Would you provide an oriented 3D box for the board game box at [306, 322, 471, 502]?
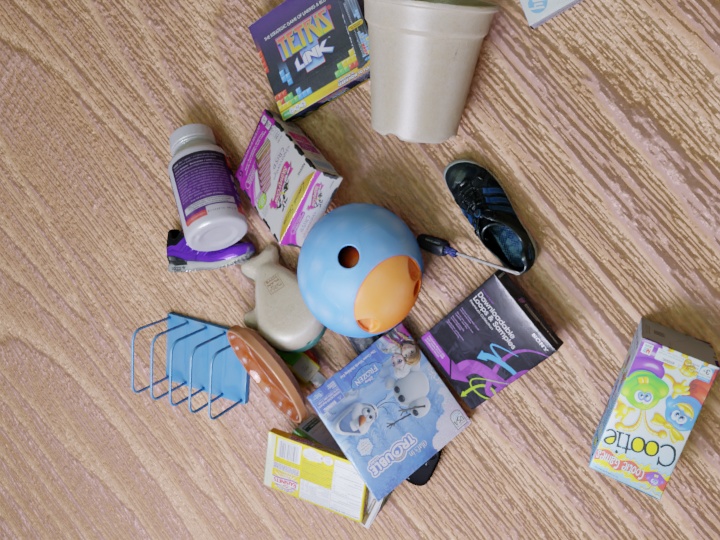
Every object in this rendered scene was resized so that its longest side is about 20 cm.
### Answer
[{"bbox_3d":[0.046,0.227,1.060,0.198,0.043,0.201,-36,85,-9],"label":"board game box"}]

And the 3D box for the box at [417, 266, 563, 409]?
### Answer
[{"bbox_3d":[0.194,0.109,1.001,0.144,0.036,0.200,50,130,9],"label":"box"}]

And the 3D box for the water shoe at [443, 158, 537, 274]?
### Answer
[{"bbox_3d":[0.193,-0.085,0.966,0.071,0.079,0.201,-42,82,25],"label":"water shoe"}]

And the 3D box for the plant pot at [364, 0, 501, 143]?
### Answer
[{"bbox_3d":[0.086,-0.290,0.927,0.196,0.200,0.188,17,117,20],"label":"plant pot"}]

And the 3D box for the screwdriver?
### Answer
[{"bbox_3d":[0.156,-0.020,0.981,0.198,0.029,0.029,28,138,48],"label":"screwdriver"}]

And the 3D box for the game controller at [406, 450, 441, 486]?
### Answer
[{"bbox_3d":[0.046,0.288,1.129,0.197,0.042,0.106,30,111,17],"label":"game controller"}]

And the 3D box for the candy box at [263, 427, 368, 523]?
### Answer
[{"bbox_3d":[-0.076,0.350,1.118,0.195,0.026,0.105,14,106,22],"label":"candy box"}]

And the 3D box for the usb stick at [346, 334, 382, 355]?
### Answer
[{"bbox_3d":[0.026,0.145,1.115,0.055,0.033,0.203,-34,85,12],"label":"usb stick"}]

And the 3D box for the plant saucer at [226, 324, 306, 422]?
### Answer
[{"bbox_3d":[-0.158,0.175,1.126,0.200,0.032,0.202,42,157,22],"label":"plant saucer"}]

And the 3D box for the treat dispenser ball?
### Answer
[{"bbox_3d":[0.000,0.000,1.005,0.195,0.200,0.207,5,103,23],"label":"treat dispenser ball"}]

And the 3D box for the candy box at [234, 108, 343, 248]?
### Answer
[{"bbox_3d":[-0.124,-0.152,1.065,0.201,0.060,0.138,50,119,39],"label":"candy box"}]

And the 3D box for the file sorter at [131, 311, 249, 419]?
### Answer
[{"bbox_3d":[-0.323,0.182,1.235,0.195,0.122,0.143,12,106,22],"label":"file sorter"}]

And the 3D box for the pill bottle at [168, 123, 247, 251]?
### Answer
[{"bbox_3d":[-0.273,-0.148,1.136,0.110,0.110,0.205,-30,69,26],"label":"pill bottle"}]

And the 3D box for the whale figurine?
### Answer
[{"bbox_3d":[-0.134,0.054,1.144,0.157,0.104,0.201,-35,62,-6],"label":"whale figurine"}]

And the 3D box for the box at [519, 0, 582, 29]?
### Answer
[{"bbox_3d":[0.291,-0.450,0.871,0.196,0.041,0.160,-23,90,28],"label":"box"}]

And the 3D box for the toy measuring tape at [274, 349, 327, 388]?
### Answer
[{"bbox_3d":[-0.084,0.194,1.147,0.198,0.073,0.075,36,113,26],"label":"toy measuring tape"}]

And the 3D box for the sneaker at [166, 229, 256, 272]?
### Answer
[{"bbox_3d":[-0.285,-0.054,1.201,0.195,0.069,0.103,-5,96,25],"label":"sneaker"}]

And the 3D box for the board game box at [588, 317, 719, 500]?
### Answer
[{"bbox_3d":[0.405,0.189,0.908,0.101,0.104,0.205,21,109,19],"label":"board game box"}]

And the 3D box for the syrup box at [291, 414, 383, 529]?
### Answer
[{"bbox_3d":[-0.037,0.356,1.160,0.197,0.078,0.083,30,111,17],"label":"syrup box"}]

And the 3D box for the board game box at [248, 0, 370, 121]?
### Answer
[{"bbox_3d":[-0.067,-0.361,1.046,0.196,0.056,0.169,-22,91,27],"label":"board game box"}]
